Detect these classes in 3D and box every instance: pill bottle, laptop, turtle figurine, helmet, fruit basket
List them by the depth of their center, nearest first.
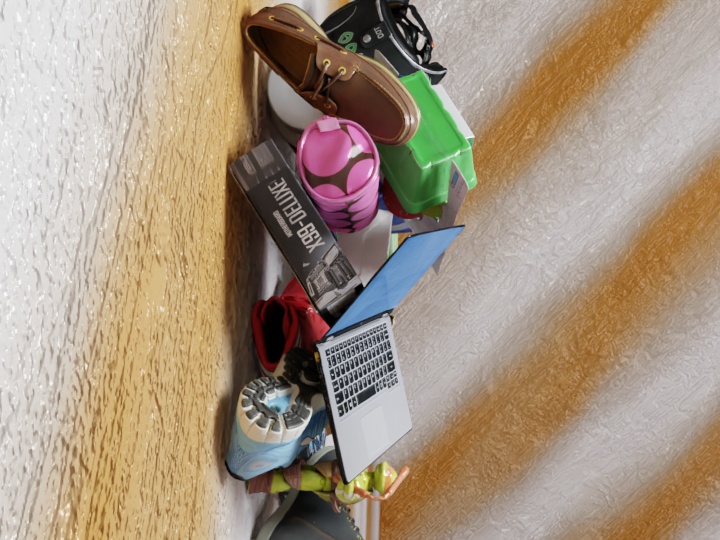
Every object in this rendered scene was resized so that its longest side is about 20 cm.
[{"bbox_3d":[0.045,0.072,0.811,0.187,0.114,0.204,-14,92,-67],"label":"laptop"},{"bbox_3d":[-0.029,0.210,0.871,0.200,0.158,0.066,-54,146,-82],"label":"turtle figurine"},{"bbox_3d":[0.060,-0.114,0.928,0.187,0.093,0.201,61,-10,22],"label":"fruit basket"},{"bbox_3d":[-0.047,-0.186,0.984,0.200,0.107,0.112,41,49,-85],"label":"pill bottle"},{"bbox_3d":[0.012,-0.301,1.252,0.199,0.189,0.203,31,44,-35],"label":"helmet"}]

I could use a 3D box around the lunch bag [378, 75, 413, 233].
[{"bbox_3d":[0.040,-0.154,1.136,0.132,0.134,0.204,31,66,-48],"label":"lunch bag"}]

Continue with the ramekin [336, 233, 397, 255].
[{"bbox_3d":[0.006,-0.094,1.297,0.200,0.096,0.204,0,90,-85],"label":"ramekin"}]

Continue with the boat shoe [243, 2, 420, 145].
[{"bbox_3d":[-0.033,-0.184,0.819,0.073,0.199,0.067,-58,167,31],"label":"boat shoe"}]

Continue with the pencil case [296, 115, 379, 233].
[{"bbox_3d":[-0.022,-0.096,0.860,0.200,0.089,0.096,107,-21,-85],"label":"pencil case"}]

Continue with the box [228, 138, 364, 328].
[{"bbox_3d":[-0.051,-0.021,0.830,0.159,0.049,0.200,57,-3,12],"label":"box"}]

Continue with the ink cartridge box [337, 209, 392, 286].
[{"bbox_3d":[0.000,0.000,1.105,0.200,0.066,0.119,95,1,-78],"label":"ink cartridge box"}]

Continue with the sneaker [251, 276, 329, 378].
[{"bbox_3d":[-0.068,0.049,0.919,0.202,0.077,0.117,-87,176,-47],"label":"sneaker"}]

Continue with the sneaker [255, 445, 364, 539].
[{"bbox_3d":[-0.029,0.273,0.920,0.200,0.104,0.076,-48,148,-58],"label":"sneaker"}]

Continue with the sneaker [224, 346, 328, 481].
[{"bbox_3d":[-0.072,0.137,0.801,0.091,0.078,0.199,-60,163,19],"label":"sneaker"}]

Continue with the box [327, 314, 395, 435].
[{"bbox_3d":[-0.014,0.159,1.239,0.166,0.021,0.200,-67,-171,-22],"label":"box"}]

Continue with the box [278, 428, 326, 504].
[{"bbox_3d":[-0.074,0.170,1.026,0.160,0.045,0.202,-84,173,-49],"label":"box"}]

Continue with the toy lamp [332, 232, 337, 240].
[{"bbox_3d":[-0.062,0.010,1.142,0.059,0.057,0.203,84,9,-51],"label":"toy lamp"}]
